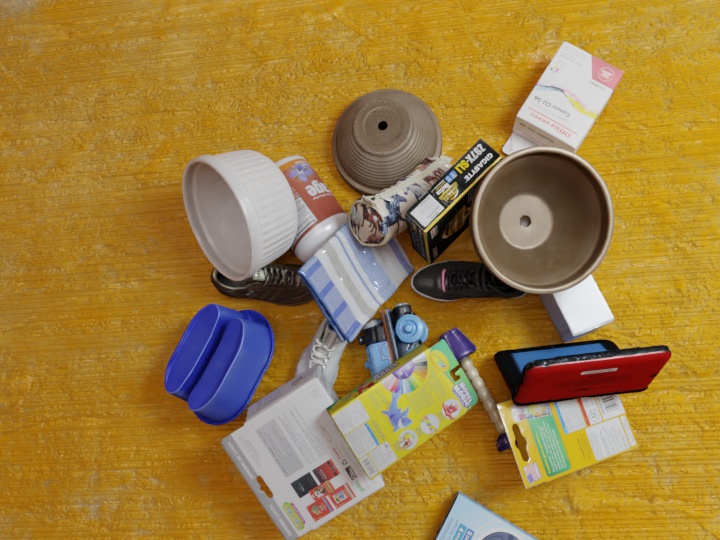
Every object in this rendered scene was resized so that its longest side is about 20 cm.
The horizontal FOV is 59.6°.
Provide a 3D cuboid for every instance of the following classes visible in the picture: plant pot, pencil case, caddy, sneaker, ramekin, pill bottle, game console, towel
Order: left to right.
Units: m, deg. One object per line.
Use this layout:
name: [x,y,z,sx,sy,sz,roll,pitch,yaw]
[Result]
caddy: [-0.227,0.154,1.040,0.141,0.105,0.201,24,82,34]
ramekin: [-0.188,-0.096,1.002,0.105,0.201,0.201,-28,73,-35]
sneaker: [-0.159,0.021,1.070,0.198,0.076,0.071,-2,78,7]
pill bottle: [-0.084,-0.086,1.064,0.112,0.112,0.201,-37,77,-1]
sneaker: [-0.059,0.125,1.030,0.074,0.087,0.202,24,84,10]
towel: [0.000,0.000,0.999,0.200,0.024,0.148,-45,112,-36]
plant pot: [0.043,-0.231,1.088,0.198,0.093,0.203,-1,79,6]
pencil case: [0.073,-0.115,1.003,0.078,0.090,0.199,42,54,18]
sneaker: [0.178,0.011,1.016,0.198,0.099,0.072,1,80,9]
plant pot: [0.249,-0.071,0.906,0.198,0.093,0.203,0,93,-3]
game console: [0.311,0.121,0.913,0.198,0.173,0.120,-7,55,-2]

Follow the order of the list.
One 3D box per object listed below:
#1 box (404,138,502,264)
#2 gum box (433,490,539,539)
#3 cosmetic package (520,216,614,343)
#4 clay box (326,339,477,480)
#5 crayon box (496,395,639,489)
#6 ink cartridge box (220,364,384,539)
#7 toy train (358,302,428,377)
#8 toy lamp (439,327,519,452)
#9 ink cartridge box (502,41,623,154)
box: [0.147,-0.101,0.992,0.049,0.200,0.160,43,86,15]
gum box: [0.197,0.464,0.948,0.199,0.045,0.171,27,83,13]
cosmetic package: [0.315,0.007,0.999,0.073,0.102,0.202,-22,75,3]
clay box: [0.063,0.198,0.922,0.199,0.048,0.116,-32,97,-10]
crayon box: [0.302,0.235,0.949,0.198,0.052,0.127,-14,76,-16]
ink cartridge box: [-0.089,0.281,0.971,0.175,0.084,0.201,-31,97,0]
toy train: [0.063,0.156,1.011,0.113,0.087,0.202,-15,77,10]
toy lamp: [0.190,0.185,1.000,0.058,0.058,0.201,-31,76,0]
ink cartridge box: [0.340,-0.269,1.068,0.116,0.068,0.201,32,84,12]
